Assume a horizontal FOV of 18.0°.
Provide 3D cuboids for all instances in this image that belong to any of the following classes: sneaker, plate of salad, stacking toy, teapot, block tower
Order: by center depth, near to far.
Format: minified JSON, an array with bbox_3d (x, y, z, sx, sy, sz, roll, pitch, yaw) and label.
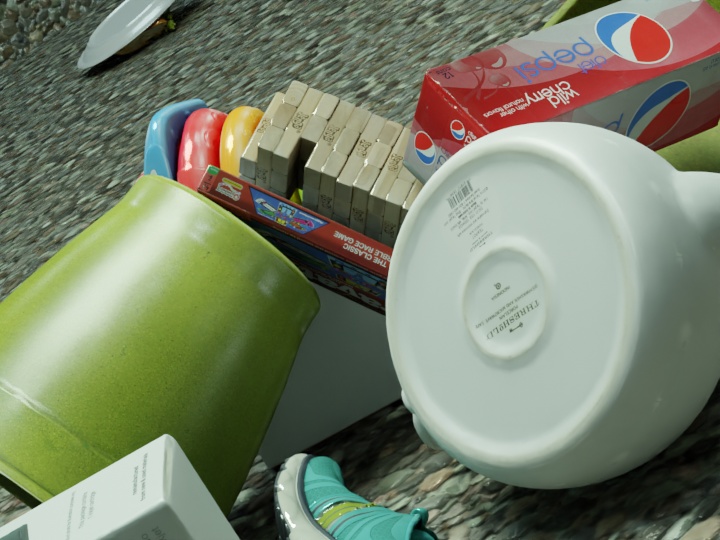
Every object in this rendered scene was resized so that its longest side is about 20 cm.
[{"bbox_3d":[0.002,0.150,1.163,0.079,0.078,0.200,-13,20,-8],"label":"sneaker"},{"bbox_3d":[0.118,0.021,1.170,0.199,0.198,0.146,17,9,42],"label":"teapot"},{"bbox_3d":[0.031,-0.040,1.288,0.054,0.199,0.058,97,-163,-58],"label":"block tower"},{"bbox_3d":[-0.026,-0.059,1.411,0.199,0.117,0.110,-8,9,16],"label":"stacking toy"},{"bbox_3d":[-0.293,-0.327,3.012,0.200,0.048,0.200,-36,20,15],"label":"plate of salad"}]

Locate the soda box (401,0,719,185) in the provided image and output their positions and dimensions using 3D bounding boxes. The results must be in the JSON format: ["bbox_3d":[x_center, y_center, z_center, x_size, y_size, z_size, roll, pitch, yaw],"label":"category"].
[{"bbox_3d":[0.122,-0.096,1.270,0.199,0.070,0.063,-23,55,-33],"label":"soda box"}]

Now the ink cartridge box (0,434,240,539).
[{"bbox_3d":[-0.142,0.198,1.112,0.199,0.147,0.083,-30,18,7],"label":"ink cartridge box"}]

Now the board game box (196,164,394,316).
[{"bbox_3d":[0.000,0.000,1.317,0.103,0.199,0.020,93,-158,-78],"label":"board game box"}]

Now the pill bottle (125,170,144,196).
[{"bbox_3d":[-0.151,0.029,1.607,0.116,0.116,0.200,-11,41,49],"label":"pill bottle"}]

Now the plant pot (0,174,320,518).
[{"bbox_3d":[-0.126,0.058,1.295,0.193,0.200,0.200,-54,22,-11],"label":"plant pot"}]

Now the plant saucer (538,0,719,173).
[{"bbox_3d":[0.197,-0.094,1.374,0.199,0.048,0.200,26,45,17],"label":"plant saucer"}]

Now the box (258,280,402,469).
[{"bbox_3d":[-0.032,0.027,1.484,0.124,0.098,0.200,-29,17,7],"label":"box"}]
